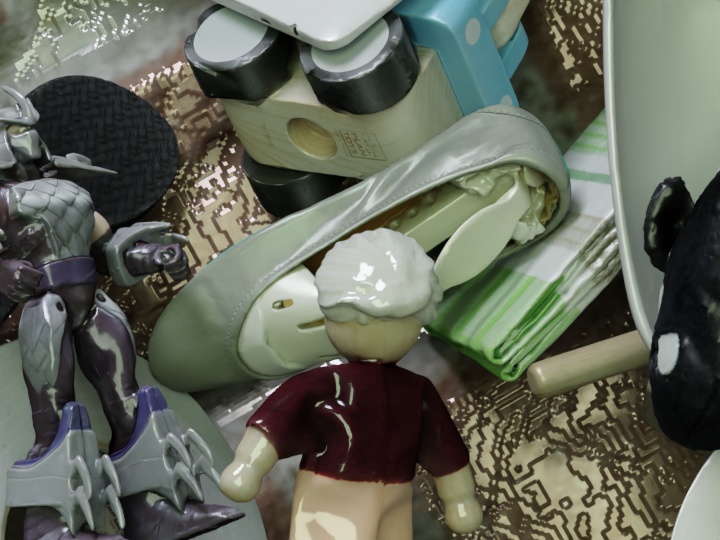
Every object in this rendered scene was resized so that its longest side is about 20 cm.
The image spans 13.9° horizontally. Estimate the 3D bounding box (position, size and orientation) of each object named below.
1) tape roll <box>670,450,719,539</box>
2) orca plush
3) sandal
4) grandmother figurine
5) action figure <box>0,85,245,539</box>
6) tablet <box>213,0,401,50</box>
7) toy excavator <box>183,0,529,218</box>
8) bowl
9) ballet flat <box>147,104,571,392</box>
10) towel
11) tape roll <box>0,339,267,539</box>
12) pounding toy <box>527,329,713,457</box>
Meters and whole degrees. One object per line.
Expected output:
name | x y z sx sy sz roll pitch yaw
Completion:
tape roll | 0.218 0.134 1.156 0.202 0.037 0.204 -1 66 2
orca plush | 0.178 -0.019 1.111 0.200 0.071 0.105 -44 94 -2
sandal | -0.153 -0.023 1.310 0.075 0.045 0.200 46 45 -2
grandmother figurine | -0.004 0.082 1.206 0.060 0.121 0.201 7 89 48
action figure | -0.117 0.018 1.211 0.069 0.130 0.201 -24 79 43
tablet | 0.018 -0.173 1.319 0.200 0.014 0.130 -40 42 -21
toy excavator | 0.047 -0.122 1.325 0.194 0.100 0.200 9 54 33
bowl | 0.192 -0.058 1.183 0.199 0.075 0.201 -4 90 -3
ballet flat | 0.000 0.000 1.257 0.200 0.067 0.064 -32 40 1
towel | 0.113 -0.036 1.290 0.031 0.149 0.200 43 87 -10
tape roll | -0.129 0.130 1.251 0.066 0.200 0.201 -23 76 41
pounding toy | 0.200 0.027 1.268 0.200 0.142 0.185 29 83 8
